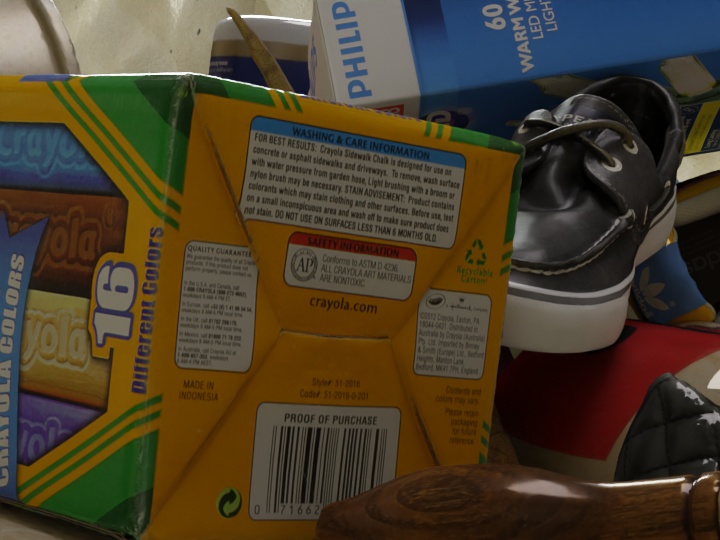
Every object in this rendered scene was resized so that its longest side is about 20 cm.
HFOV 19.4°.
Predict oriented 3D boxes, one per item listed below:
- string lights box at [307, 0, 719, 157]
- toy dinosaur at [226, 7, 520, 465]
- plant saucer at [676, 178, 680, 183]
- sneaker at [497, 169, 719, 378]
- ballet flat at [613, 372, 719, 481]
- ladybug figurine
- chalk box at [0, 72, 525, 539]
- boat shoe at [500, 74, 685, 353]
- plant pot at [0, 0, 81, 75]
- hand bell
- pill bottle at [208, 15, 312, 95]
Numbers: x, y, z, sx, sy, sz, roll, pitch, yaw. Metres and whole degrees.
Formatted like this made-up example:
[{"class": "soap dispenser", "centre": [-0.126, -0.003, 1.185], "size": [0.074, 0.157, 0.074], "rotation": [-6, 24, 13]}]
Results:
[{"class": "string lights box", "centre": [0.081, -0.082, 0.834], "size": [0.199, 0.059, 0.103], "rotation": [-10, -21, -5]}, {"class": "toy dinosaur", "centre": [0.007, 0.013, 0.719], "size": [0.060, 0.106, 0.200], "rotation": [-10, 51, -30]}, {"class": "plant saucer", "centre": [0.099, -0.047, 0.981], "size": [0.201, 0.039, 0.201], "rotation": [41, -9, 8]}, {"class": "sneaker", "centre": [0.094, 0.014, 0.829], "size": [0.200, 0.075, 0.090], "rotation": [-31, -1, -5]}, {"class": "ballet flat", "centre": [0.163, 0.071, 0.560], "size": [0.199, 0.057, 0.066], "rotation": [9, 3, 19]}, {"class": "ladybug figurine", "centre": [0.107, 0.055, 0.708], "size": [0.135, 0.072, 0.200], "rotation": [6, 1, -22]}, {"class": "chalk box", "centre": [-0.065, 0.008, 0.645], "size": [0.125, 0.124, 0.200], "rotation": [7, 1, -39]}, {"class": "boat shoe", "centre": [0.073, -0.028, 0.707], "size": [0.070, 0.066, 0.200], "rotation": [16, 19, 19]}, {"class": "plant pot", "centre": [-0.241, -0.038, 0.960], "size": [0.183, 0.201, 0.200], "rotation": [-5, 7, -30]}, {"class": "hand bell", "centre": [0.078, 0.058, 0.508], "size": [0.199, 0.105, 0.104], "rotation": [-6, -5, 27]}, {"class": "pill bottle", "centre": [-0.036, -0.032, 1.149], "size": [0.111, 0.201, 0.111], "rotation": [6, 1, 0]}]
